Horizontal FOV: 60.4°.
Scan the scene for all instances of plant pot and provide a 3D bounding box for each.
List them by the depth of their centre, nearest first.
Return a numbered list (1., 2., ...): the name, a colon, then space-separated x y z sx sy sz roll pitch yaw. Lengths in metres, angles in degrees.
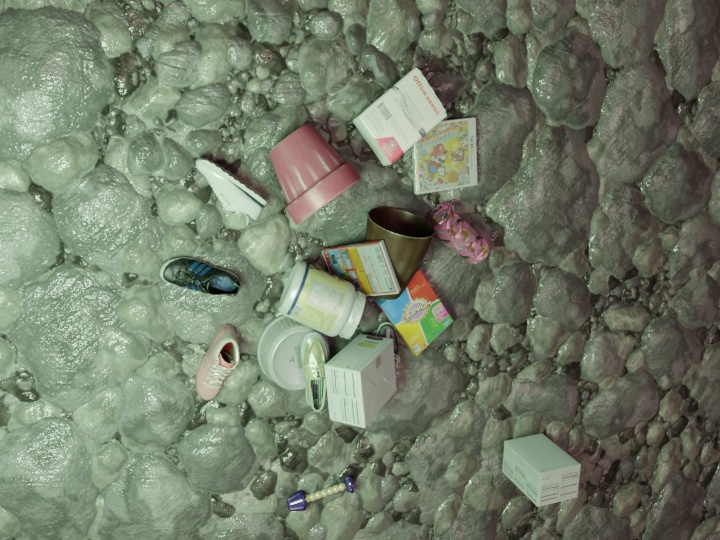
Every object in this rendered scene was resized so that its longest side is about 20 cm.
1. plant pot: -0.124 -0.240 1.498 0.198 0.200 0.182 -36 97 -9
2. plant pot: 0.085 -0.036 1.642 0.181 0.188 0.206 4 117 -21

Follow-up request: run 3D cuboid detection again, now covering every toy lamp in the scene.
1. toy lamp: -0.116 0.643 1.782 0.194 0.058 0.060 -14 108 -20

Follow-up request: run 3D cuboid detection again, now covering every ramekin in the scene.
1. ramekin: -0.170 0.220 1.635 0.195 0.094 0.210 -5 105 -19

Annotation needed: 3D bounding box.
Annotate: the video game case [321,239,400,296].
1. video game case: 0.000 0.000 1.608 0.017 0.195 0.147 -44 119 -47

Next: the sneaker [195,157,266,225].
1. sneaker: -0.320 -0.192 1.492 0.198 0.077 0.081 37 98 -23

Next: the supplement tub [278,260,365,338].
1. supplement tub: -0.098 0.078 1.584 0.195 0.145 0.149 24 94 -13

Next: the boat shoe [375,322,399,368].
1. boat shoe: 0.073 0.252 1.751 0.072 0.062 0.208 4 102 -3

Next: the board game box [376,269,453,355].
1. board game box: 0.156 0.117 1.766 0.152 0.040 0.202 -41 114 -8

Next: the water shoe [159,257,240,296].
1. water shoe: -0.387 0.017 1.509 0.194 0.079 0.074 10 100 -23

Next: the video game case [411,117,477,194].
1. video game case: 0.232 -0.315 1.699 0.193 0.023 0.189 -10 106 -18

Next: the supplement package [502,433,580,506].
1. supplement package: 0.567 0.623 1.953 0.150 0.200 0.115 -4 106 -20

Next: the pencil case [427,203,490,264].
1. pencil case: 0.278 -0.101 1.739 0.198 0.085 0.085 38 57 -25

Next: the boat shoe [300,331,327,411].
1. boat shoe: -0.111 0.260 1.582 0.070 0.062 0.208 -8 105 -19

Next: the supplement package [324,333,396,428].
1. supplement package: 0.004 0.285 1.637 0.199 0.108 0.161 -35 124 -56

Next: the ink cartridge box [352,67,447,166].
1. ink cartridge box: 0.101 -0.391 1.584 0.199 0.084 0.146 -40 102 -7

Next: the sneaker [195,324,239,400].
1. sneaker: -0.361 0.247 1.564 0.073 0.104 0.206 19 97 -25
